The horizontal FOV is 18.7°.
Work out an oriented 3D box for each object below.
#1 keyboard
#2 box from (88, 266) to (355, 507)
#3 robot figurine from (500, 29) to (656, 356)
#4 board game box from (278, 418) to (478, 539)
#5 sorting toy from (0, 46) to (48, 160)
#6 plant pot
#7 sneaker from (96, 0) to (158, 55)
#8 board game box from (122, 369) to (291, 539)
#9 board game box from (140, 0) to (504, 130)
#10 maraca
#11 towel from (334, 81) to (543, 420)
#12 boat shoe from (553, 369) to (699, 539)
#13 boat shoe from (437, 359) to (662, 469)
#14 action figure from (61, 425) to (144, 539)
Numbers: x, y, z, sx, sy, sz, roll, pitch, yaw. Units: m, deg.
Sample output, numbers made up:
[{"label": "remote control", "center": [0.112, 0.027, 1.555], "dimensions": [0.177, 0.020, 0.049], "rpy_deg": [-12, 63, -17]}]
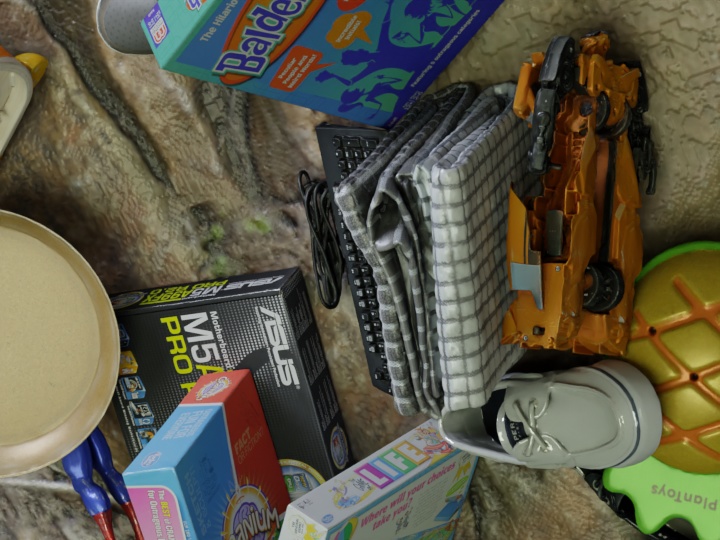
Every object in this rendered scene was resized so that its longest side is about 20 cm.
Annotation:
[{"label": "keyboard", "center": [0.000, 0.000, 1.489], "dimensions": [0.104, 0.039, 0.202], "rpy_deg": [9, 117, 47]}, {"label": "box", "center": [-0.096, 0.105, 1.588], "dimensions": [0.159, 0.044, 0.202], "rpy_deg": [-7, 110, 23]}, {"label": "robot figurine", "center": [0.134, -0.050, 1.367], "dimensions": [0.058, 0.145, 0.202], "rpy_deg": [1, 85, 34]}, {"label": "board game box", "center": [0.006, 0.187, 1.499], "dimensions": [0.034, 0.199, 0.135], "rpy_deg": [30, 120, 24]}, {"label": "sorting toy", "center": [-0.327, -0.150, 1.534], "dimensions": [0.180, 0.107, 0.200], "rpy_deg": [46, 132, 10]}, {"label": "plant pot", "center": [-0.267, 0.049, 1.554], "dimensions": [0.198, 0.028, 0.202], "rpy_deg": [1, 106, 3]}, {"label": "sneaker", "center": [-0.098, -0.185, 1.438], "dimensions": [0.199, 0.082, 0.078], "rpy_deg": [-16, 107, 25]}, {"label": "board game box", "center": [-0.091, 0.192, 1.513], "dimensions": [0.040, 0.153, 0.202], "rpy_deg": [-9, 110, 21]}, {"label": "board game box", "center": [-0.014, -0.170, 1.361], "dimensions": [0.152, 0.199, 0.045], "rpy_deg": [-48, 50, 30]}, {"label": "maraca", "center": [0.222, 0.080, 1.419], "dimensions": [0.136, 0.107, 0.202], "rpy_deg": [12, 103, 21]}, {"label": "towel", "center": [0.059, -0.015, 1.391], "dimensions": [0.085, 0.200, 0.167], "rpy_deg": [-1, 112, 21]}, {"label": "boat shoe", "center": [0.195, 0.143, 1.488], "dimensions": [0.199, 0.066, 0.075], "rpy_deg": [39, 121, 0]}, {"label": "boat shoe", "center": [0.121, 0.102, 1.432], "dimensions": [0.200, 0.065, 0.074], "rpy_deg": [-16, 88, 61]}, {"label": "action figure", "center": [-0.227, 0.127, 1.623], "dimensions": [0.098, 0.065, 0.202], "rpy_deg": [-17, 90, 33]}]
